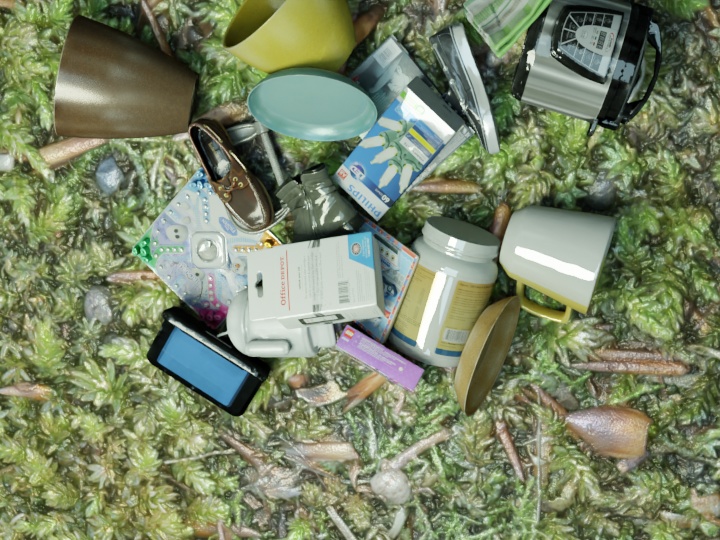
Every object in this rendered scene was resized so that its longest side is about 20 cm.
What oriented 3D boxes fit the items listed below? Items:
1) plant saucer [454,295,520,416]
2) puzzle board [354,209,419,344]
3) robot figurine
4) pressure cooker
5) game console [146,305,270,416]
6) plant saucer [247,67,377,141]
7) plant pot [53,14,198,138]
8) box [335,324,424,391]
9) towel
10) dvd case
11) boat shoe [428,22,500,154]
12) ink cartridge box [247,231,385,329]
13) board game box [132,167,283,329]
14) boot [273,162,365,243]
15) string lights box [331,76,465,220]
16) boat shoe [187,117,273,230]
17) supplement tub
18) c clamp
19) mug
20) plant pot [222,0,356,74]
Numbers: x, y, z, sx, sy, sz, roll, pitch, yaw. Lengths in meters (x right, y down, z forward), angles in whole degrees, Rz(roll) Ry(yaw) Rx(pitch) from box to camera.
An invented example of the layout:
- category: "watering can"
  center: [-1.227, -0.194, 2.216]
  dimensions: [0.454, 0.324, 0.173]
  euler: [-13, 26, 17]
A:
- category: "plant saucer"
  center: [0.192, 0.127, 1.592]
  dimensions: [0.035, 0.200, 0.203]
  euler: [23, 108, 20]
- category: "puzzle board"
  center: [0.000, 0.000, 1.619]
  dimensions: [0.199, 0.017, 0.153]
  euler: [38, 114, 40]
- category: "robot figurine"
  center: [-0.130, 0.082, 1.648]
  dimensions: [0.196, 0.170, 0.115]
  euler: [0, 119, 16]
- category: "pressure cooker"
  center: [0.328, -0.305, 1.462]
  dimensions: [0.197, 0.180, 0.177]
  euler: [18, 136, 5]
- category: "game console"
  center: [-0.260, 0.160, 1.707]
  dimensions: [0.198, 0.176, 0.117]
  euler: [32, 89, -3]
- category: "plant saucer"
  center: [-0.072, -0.253, 1.547]
  dimensions: [0.196, 0.201, 0.028]
  euler: [1, 69, 10]
- category: "plant pot"
  center: [-0.358, -0.284, 1.606]
  dimensions: [0.196, 0.187, 0.190]
  euler: [11, 107, -8]
- category: "box"
  center: [0.027, 0.139, 1.620]
  dimensions: [0.136, 0.200, 0.039]
  euler: [31, 84, 1]
- category: "towel"
  center: [0.216, -0.391, 1.447]
  dimensions: [0.031, 0.201, 0.149]
  euler: [34, 110, -23]
- category: "dvd case"
  center: [0.063, -0.244, 1.605]
  dimensions: [0.146, 0.022, 0.200]
  euler: [-40, 95, 17]
- category: "boat shoe"
  center: [0.157, -0.268, 1.555]
  dimensions: [0.067, 0.072, 0.203]
  euler: [-19, 98, 13]
- category: "ink cartridge box"
  center: [-0.068, 0.019, 1.553]
  dimensions: [0.196, 0.068, 0.118]
  euler: [-8, 71, 11]
- category: "board game box"
  center: [-0.257, -0.033, 1.717]
  dimensions: [0.200, 0.026, 0.200]
  euler: [44, 107, -3]
- category: "boot"
  center: [-0.095, -0.081, 1.626]
  dimensions: [0.199, 0.068, 0.131]
  euler: [-33, 100, 32]
- category: "string lights box"
  center: [0.056, -0.184, 1.568]
  dimensions: [0.103, 0.059, 0.200]
  euler: [41, 122, -1]
- category: "boat shoe"
  center: [-0.210, -0.148, 1.618]
  dimensions: [0.070, 0.070, 0.201]
  euler: [-34, 92, 14]
- category: "supplement tub"
  center: [0.131, 0.032, 1.599]
  dimensions: [0.142, 0.145, 0.203]
  euler: [18, 107, 5]
- category: "c clamp"
  center: [-0.160, -0.165, 1.650]
  dimensions: [0.168, 0.027, 0.203]
  euler: [-14, 97, 9]
- category: "mug"
  center: [0.290, -0.011, 1.564]
  dimensions: [0.151, 0.149, 0.190]
  euler: [18, 101, 14]
- category: "plant pot"
  center: [-0.089, -0.361, 1.532]
  dimensions: [0.199, 0.201, 0.142]
  euler: [-40, 119, 17]
